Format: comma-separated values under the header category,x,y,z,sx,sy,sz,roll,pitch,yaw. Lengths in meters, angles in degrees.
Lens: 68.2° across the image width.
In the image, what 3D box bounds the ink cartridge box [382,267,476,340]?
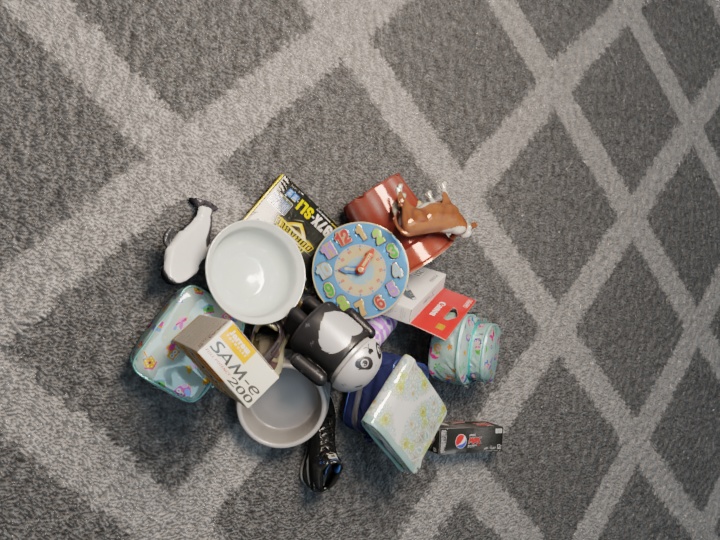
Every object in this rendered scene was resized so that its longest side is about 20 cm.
category,x,y,z,sx,sy,sz,roll,pitch,yaw
ink cartridge box,0.148,0.061,1.185,0.200,0.176,0.045,-37,140,-52

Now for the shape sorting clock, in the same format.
category,x,y,z,sx,sy,sz,roll,pitch,yaw
shape sorting clock,0.000,0.000,1.089,0.199,0.039,0.201,0,87,2

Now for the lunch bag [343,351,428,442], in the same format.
category,x,y,z,sx,sy,sz,roll,pitch,yaw
lunch bag,0.049,0.283,1.179,0.136,0.132,0.200,27,74,-42

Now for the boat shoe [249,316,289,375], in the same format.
category,x,y,z,sx,sy,sz,roll,pitch,yaw
boat shoe,-0.180,0.123,1.040,0.072,0.200,0.065,-4,131,3

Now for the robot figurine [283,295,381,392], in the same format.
category,x,y,z,sx,sy,sz,roll,pitch,yaw
robot figurine,-0.052,0.139,1.013,0.200,0.125,0.150,40,87,13

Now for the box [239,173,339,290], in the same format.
category,x,y,z,sx,sy,sz,roll,pitch,yaw
box,-0.147,-0.080,1.138,0.200,0.049,0.160,44,67,-19

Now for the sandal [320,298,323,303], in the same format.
category,x,y,z,sx,sy,sz,roll,pitch,yaw
sandal,-0.060,0.083,1.154,0.054,0.080,0.201,0,93,-7

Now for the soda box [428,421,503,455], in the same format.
category,x,y,z,sx,sy,sz,roll,pitch,yaw
soda box,0.255,0.412,1.315,0.200,0.071,0.064,8,85,-28

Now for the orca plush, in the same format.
category,x,y,z,sx,sy,sz,roll,pitch,yaw
orca plush,-0.342,-0.051,1.018,0.105,0.071,0.200,27,52,-42

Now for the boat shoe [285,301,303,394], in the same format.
category,x,y,z,sx,sy,sz,roll,pitch,yaw
boat shoe,-0.126,0.165,1.126,0.065,0.072,0.201,6,90,-33

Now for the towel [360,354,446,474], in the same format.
category,x,y,z,sx,sy,sz,roll,pitch,yaw
towel,0.096,0.301,1.104,0.171,0.048,0.200,-54,126,-32

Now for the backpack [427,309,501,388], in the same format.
category,x,y,z,sx,sy,sz,roll,pitch,yaw
backpack,0.238,0.181,1.237,0.200,0.150,0.178,20,79,-55

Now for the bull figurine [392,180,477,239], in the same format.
category,x,y,z,sx,sy,sz,roll,pitch,yaw
bull figurine,0.151,-0.118,1.095,0.200,0.065,0.122,-7,67,-34

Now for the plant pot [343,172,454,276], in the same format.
category,x,y,z,sx,sy,sz,roll,pitch,yaw
plant pot,0.073,-0.097,1.187,0.201,0.201,0.195,-34,95,-26

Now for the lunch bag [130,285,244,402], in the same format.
category,x,y,z,sx,sy,sz,roll,pitch,yaw
lunch bag,-0.325,0.143,1.012,0.160,0.077,0.200,39,71,-23

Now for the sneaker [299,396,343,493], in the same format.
category,x,y,z,sx,sy,sz,roll,pitch,yaw
sneaker,-0.069,0.363,1.119,0.073,0.112,0.201,10,83,-29

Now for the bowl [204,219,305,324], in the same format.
category,x,y,z,sx,sy,sz,roll,pitch,yaw
bowl,-0.215,0.008,1.032,0.201,0.090,0.202,7,77,-33

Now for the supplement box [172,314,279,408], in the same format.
category,x,y,z,sx,sy,sz,roll,pitch,yaw
supplement box,-0.235,0.148,0.903,0.074,0.200,0.126,-44,109,-23

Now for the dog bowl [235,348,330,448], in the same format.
category,x,y,z,sx,sy,sz,roll,pitch,yaw
dog bowl,-0.156,0.261,1.062,0.200,0.059,0.201,-1,100,-5

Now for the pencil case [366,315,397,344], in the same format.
category,x,y,z,sx,sy,sz,roll,pitch,yaw
pencil case,0.002,0.146,1.153,0.086,0.084,0.200,53,48,-10
